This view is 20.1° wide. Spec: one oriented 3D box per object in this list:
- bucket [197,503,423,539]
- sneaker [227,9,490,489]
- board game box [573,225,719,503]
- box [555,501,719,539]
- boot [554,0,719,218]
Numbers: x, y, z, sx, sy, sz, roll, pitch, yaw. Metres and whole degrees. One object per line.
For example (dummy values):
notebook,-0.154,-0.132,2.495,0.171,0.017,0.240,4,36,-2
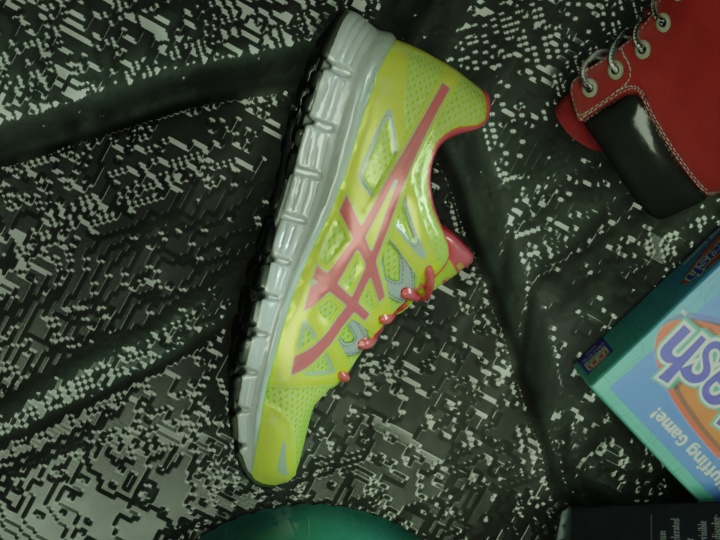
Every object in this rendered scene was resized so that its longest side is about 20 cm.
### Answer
bucket,-0.018,0.201,0.848,0.205,0.135,0.209,-1,101,-3
sneaker,0.000,0.000,0.844,0.090,0.078,0.201,16,98,-9
board game box,0.216,0.029,0.880,0.200,0.045,0.152,-45,101,5
box,0.183,0.181,0.838,0.198,0.105,0.149,-5,118,10
boot,0.129,-0.123,0.821,0.143,0.072,0.201,-15,104,26
